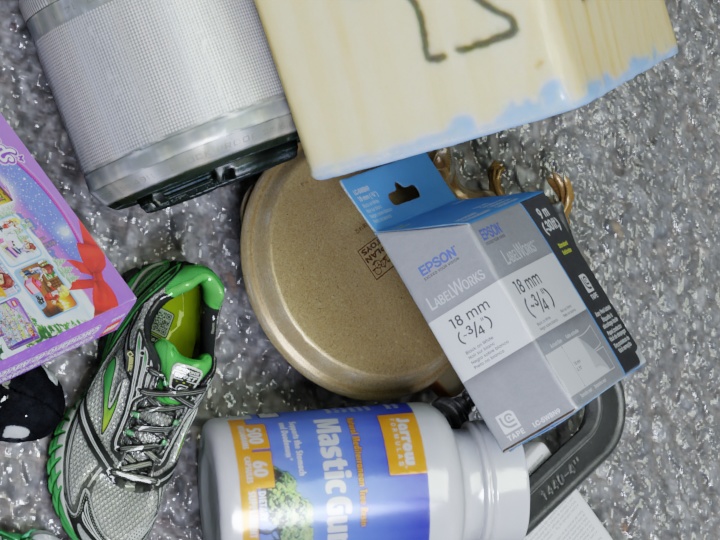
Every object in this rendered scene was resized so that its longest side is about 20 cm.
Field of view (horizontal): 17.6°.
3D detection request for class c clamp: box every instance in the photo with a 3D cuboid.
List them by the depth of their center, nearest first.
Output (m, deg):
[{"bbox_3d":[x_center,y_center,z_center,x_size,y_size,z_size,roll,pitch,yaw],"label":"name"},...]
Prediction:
[{"bbox_3d":[0.112,0.081,1.591,0.200,0.027,0.171,-45,117,-31],"label":"c clamp"}]

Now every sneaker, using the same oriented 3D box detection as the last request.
[{"bbox_3d":[-0.138,0.083,1.452,0.078,0.085,0.201,21,70,-27],"label":"sneaker"}]

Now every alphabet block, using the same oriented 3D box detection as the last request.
[{"bbox_3d":[0.056,-0.189,1.426,0.196,0.194,0.201,-31,106,-62],"label":"alphabet block"}]

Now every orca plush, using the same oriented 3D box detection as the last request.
[{"bbox_3d":[-0.252,0.034,1.398,0.200,0.071,0.105,49,59,-14],"label":"orca plush"}]

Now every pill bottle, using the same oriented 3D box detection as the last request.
[{"bbox_3d":[0.002,0.142,1.477,0.199,0.112,0.113,-4,81,-11],"label":"pill bottle"}]

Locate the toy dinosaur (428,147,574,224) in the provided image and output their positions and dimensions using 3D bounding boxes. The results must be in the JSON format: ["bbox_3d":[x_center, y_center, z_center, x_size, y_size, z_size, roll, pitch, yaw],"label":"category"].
[{"bbox_3d":[0.114,-0.011,1.660,0.106,0.060,0.200,-39,97,-19],"label":"toy dinosaur"}]

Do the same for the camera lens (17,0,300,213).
[{"bbox_3d":[-0.123,-0.147,1.466,0.159,0.160,0.201,-22,91,-34],"label":"camera lens"}]

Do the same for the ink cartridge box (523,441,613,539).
[{"bbox_3d":[0.123,0.245,1.608,0.161,0.050,0.200,-44,106,-32],"label":"ink cartridge box"}]

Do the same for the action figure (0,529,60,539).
[{"bbox_3d":[-0.167,0.223,1.426,0.200,0.055,0.118,42,64,-13],"label":"action figure"}]

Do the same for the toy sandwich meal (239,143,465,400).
[{"bbox_3d":[0.000,0.000,1.572,0.204,0.070,0.207,8,74,-28],"label":"toy sandwich meal"}]

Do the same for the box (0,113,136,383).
[{"bbox_3d":[-0.244,-0.027,1.384,0.137,0.039,0.200,-25,72,-42],"label":"box"}]

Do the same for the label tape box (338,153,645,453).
[{"bbox_3d":[0.088,0.002,1.494,0.201,0.063,0.144,59,26,4],"label":"label tape box"}]
